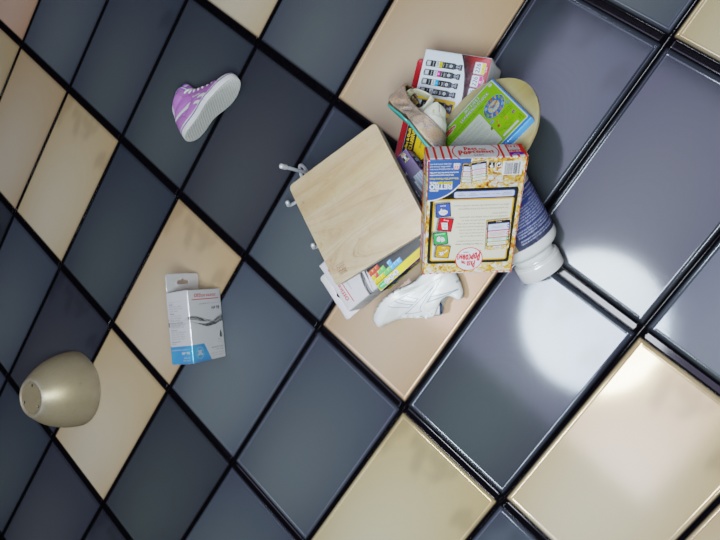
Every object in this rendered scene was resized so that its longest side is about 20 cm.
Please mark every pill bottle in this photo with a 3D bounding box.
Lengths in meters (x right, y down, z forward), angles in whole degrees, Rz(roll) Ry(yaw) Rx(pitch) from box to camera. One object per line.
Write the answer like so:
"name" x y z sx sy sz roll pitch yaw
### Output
"pill bottle" 0.265 -0.083 1.007 0.110 0.111 0.202 -28 102 23

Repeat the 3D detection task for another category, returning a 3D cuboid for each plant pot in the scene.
"plant pot" -0.807 0.323 1.543 0.196 0.134 0.205 1 92 25

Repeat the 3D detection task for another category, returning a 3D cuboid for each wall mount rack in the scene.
"wall mount rack" -0.102 -0.133 1.178 0.074 0.174 0.202 -28 73 -15

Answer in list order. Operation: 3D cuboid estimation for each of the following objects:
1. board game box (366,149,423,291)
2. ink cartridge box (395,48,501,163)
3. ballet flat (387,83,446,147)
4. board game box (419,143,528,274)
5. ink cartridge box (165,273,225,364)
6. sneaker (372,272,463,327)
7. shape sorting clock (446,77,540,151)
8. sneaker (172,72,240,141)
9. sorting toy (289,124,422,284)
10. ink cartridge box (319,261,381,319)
"board game box" 0.068 -0.090 1.075 0.200 0.057 0.166 -42 80 22
"ink cartridge box" 0.148 -0.295 1.099 0.173 0.083 0.205 17 99 25
"ballet flat" 0.107 -0.267 1.008 0.067 0.068 0.201 -44 47 14
"board game box" 0.169 -0.090 0.910 0.148 0.047 0.204 -1 124 -1
"ink cartridge box" -0.377 0.105 1.341 0.065 0.115 0.205 -7 88 25
"sneaker" 0.109 0.062 1.132 0.198 0.074 0.088 -34 82 23
"shape sorting clock" 0.205 -0.225 0.967 0.198 0.039 0.204 -20 58 37
"sneaker" -0.368 -0.409 1.356 0.199 0.072 0.116 -37 73 22
"sorting toy" 0.004 -0.112 1.034 0.198 0.069 0.202 -31 82 24
"ink cartridge box" 0.000 0.000 1.183 0.199 0.068 0.117 -41 75 20
